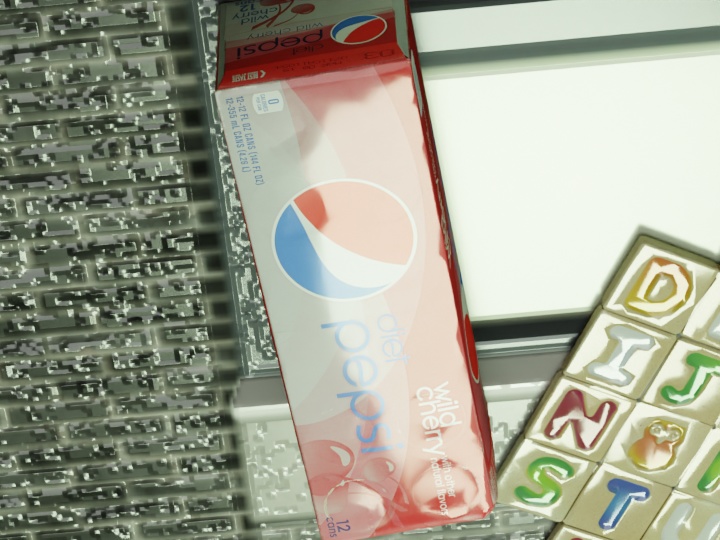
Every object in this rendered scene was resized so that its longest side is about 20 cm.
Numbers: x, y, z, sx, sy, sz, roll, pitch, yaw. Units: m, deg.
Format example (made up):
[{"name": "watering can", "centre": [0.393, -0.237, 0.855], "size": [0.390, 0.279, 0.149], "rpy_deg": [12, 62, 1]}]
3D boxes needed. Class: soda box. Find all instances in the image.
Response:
[{"name": "soda box", "centre": [0.000, 0.000, 0.856], "size": [0.070, 0.063, 0.200], "rpy_deg": [-10, 123, 4]}]

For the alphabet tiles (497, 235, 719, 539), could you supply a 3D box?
[{"name": "alphabet tiles", "centre": [0.152, 0.065, 0.939], "size": [0.166, 0.006, 0.200], "rpy_deg": [20, 121, -14]}]
